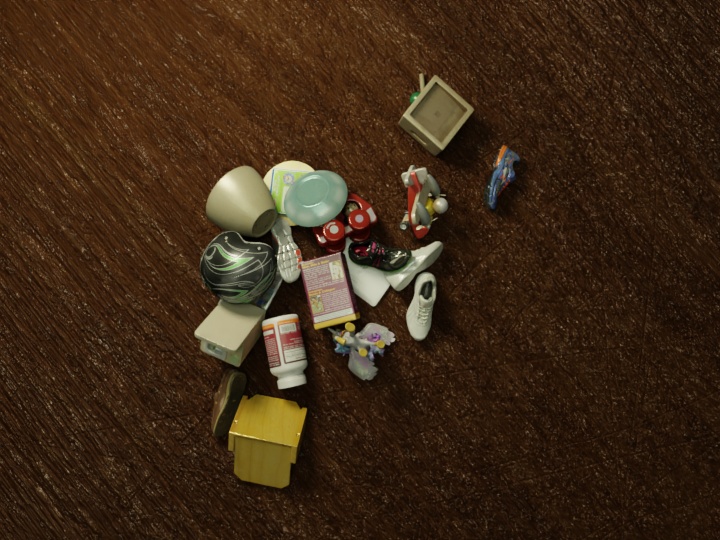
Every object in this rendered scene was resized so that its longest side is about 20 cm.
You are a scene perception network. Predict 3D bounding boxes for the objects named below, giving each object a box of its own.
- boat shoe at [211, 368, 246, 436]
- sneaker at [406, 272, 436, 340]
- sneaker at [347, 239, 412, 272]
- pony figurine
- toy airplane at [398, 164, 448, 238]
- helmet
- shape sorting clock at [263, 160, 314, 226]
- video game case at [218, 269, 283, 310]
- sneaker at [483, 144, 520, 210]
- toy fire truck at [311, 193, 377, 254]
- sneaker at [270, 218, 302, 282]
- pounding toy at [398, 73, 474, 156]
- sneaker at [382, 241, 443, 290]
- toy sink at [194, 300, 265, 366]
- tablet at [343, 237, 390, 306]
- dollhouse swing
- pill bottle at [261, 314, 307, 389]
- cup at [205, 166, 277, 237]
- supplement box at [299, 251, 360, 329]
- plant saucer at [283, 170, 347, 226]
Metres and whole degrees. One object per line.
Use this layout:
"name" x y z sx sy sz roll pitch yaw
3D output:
"boat shoe" -0.397 0.387 1.666 0.067 0.072 0.203 20 93 38
"sneaker" 0.179 0.106 1.640 0.077 0.099 0.203 7 90 0
"sneaker" 0.053 -0.045 1.644 0.197 0.084 0.078 4 66 17
"pony figurine" 0.002 0.212 1.615 0.191 0.200 0.168 29 78 -9
"toy airplane" 0.186 -0.206 1.633 0.139 0.199 0.203 8 82 14
"helmet" -0.341 -0.001 1.617 0.189 0.200 0.202 28 85 24
"shape sorting clock" -0.213 -0.237 1.738 0.197 0.039 0.203 0 85 1
"video game case" -0.327 0.048 1.721 0.142 0.018 0.202 28 85 5
"sneaker" 0.426 -0.275 1.692 0.077 0.075 0.203 19 86 2
"toy fire truck" -0.059 -0.158 1.683 0.198 0.112 0.169 -24 72 -8
"sneaker" -0.225 -0.053 1.698 0.076 0.082 0.203 -6 72 -19
"pounding toy" 0.215 -0.486 1.711 0.199 0.142 0.185 39 87 -4
"sneaker" 0.154 -0.034 1.681 0.199 0.075 0.089 -39 63 -8
"toy sink" -0.375 0.186 1.610 0.129 0.201 0.113 21 123 5
"tablet" 0.000 0.000 1.711 0.199 0.014 0.131 36 86 6
"dollhouse swing" -0.269 0.502 1.656 0.197 0.177 0.183 9 42 5
"pill bottle" -0.217 0.237 1.645 0.111 0.113 0.203 -12 83 2
"cup" -0.326 -0.180 1.644 0.143 0.200 0.201 38 86 18
"supplement box" -0.089 0.060 1.656 0.129 0.103 0.203 -13 87 6
"plant saucer" -0.138 -0.224 1.655 0.198 0.039 0.203 -7 60 11
